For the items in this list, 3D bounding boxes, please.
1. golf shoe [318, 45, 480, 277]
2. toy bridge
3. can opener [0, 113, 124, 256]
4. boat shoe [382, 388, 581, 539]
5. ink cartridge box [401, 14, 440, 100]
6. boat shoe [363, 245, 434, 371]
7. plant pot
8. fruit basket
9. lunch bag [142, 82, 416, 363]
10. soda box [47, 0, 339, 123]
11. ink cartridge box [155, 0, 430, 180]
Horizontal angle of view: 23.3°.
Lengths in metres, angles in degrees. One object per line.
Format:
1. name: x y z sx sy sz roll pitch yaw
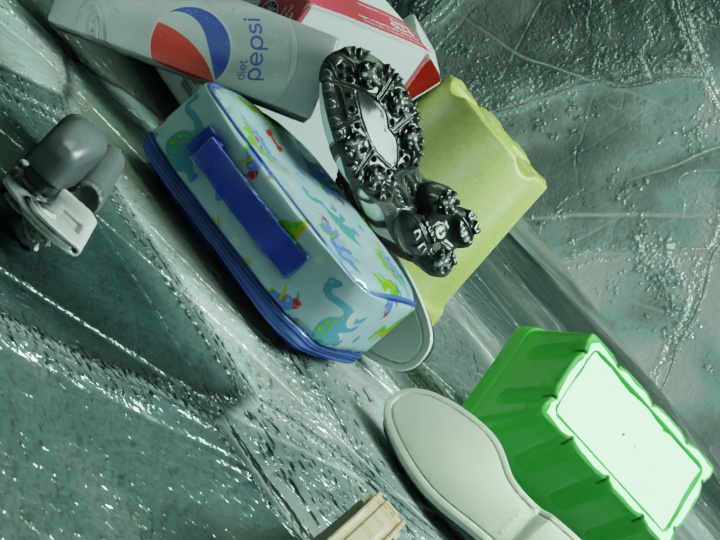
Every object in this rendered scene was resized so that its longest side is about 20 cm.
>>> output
1. golf shoe: 0.006 -0.078 1.275 0.094 0.078 0.200 19 -35 48
2. toy bridge: -0.011 0.134 0.824 0.027 0.067 0.200 50 10 6
3. can opener: -0.152 -0.053 0.939 0.053 0.066 0.200 46 5 -11
4. boat shoe: 0.081 0.167 1.196 0.200 0.073 0.062 45 -35 19
5. ink cartridge box: -0.009 -0.157 1.544 0.047 0.160 0.200 59 8 -11
6. boat shoe: 0.000 0.000 1.368 0.200 0.076 0.060 55 17 25
7. plant pot: 0.054 -0.063 1.526 0.200 0.184 0.200 46 10 -11
8. fruit basket: 0.167 0.151 1.462 0.215 0.156 0.216 26 -35 20
9. lunch bag: -0.057 -0.032 1.212 0.200 0.082 0.161 52 9 14
10. soda box: -0.119 -0.170 1.254 0.199 0.064 0.068 21 0 -6
11. ink cartridge box: -0.074 -0.195 1.417 0.144 0.146 0.200 13 32 -45
